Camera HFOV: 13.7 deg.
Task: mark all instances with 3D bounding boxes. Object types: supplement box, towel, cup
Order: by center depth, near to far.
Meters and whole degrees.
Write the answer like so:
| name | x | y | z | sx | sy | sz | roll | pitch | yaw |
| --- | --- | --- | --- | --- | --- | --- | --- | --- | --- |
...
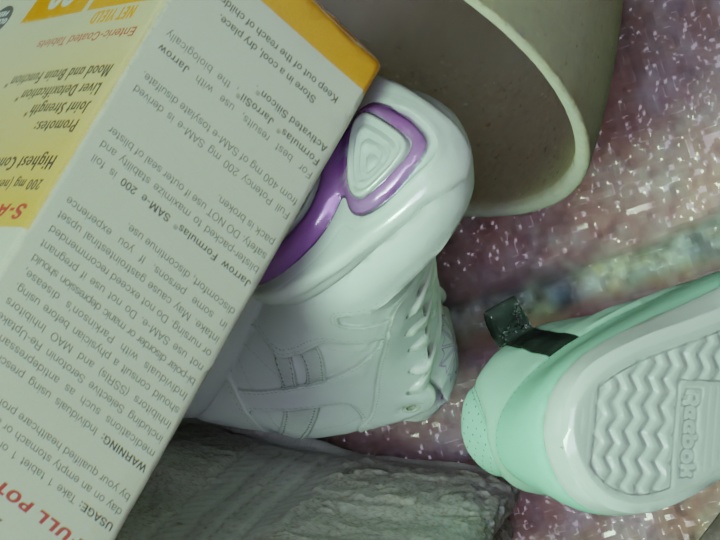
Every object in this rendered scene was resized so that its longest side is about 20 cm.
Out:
| name | x | y | z | sx | sy | sz | roll | pitch | yaw |
| --- | --- | --- | --- | --- | --- | --- | --- | --- | --- |
| supplement box | -0.096 | 0.004 | 0.850 | 0.073 | 0.126 | 0.200 | 40 | 66 | -28 |
| cup | 0.002 | -0.128 | 0.917 | 0.200 | 0.200 | 0.144 | 20 | 72 | 12 |
| towel | -0.034 | 0.090 | 0.923 | 0.132 | 0.200 | 0.035 | 9 | 107 | 14 |

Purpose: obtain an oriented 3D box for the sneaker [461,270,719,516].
| name | x | y | z | sx | sy | sz | roll | pitch | yaw |
| --- | --- | --- | --- | --- | --- | --- | --- | --- | --- |
| sneaker | 0.125 | 0.019 | 0.943 | 0.200 | 0.118 | 0.074 | -18 | 96 | -20 |

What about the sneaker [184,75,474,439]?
| name | x | y | z | sx | sy | sz | roll | pitch | yaw |
| --- | --- | --- | --- | --- | --- | --- | --- | --- | --- |
| sneaker | 0.000 | 0.000 | 0.928 | 0.099 | 0.200 | 0.075 | 18 | 65 | -17 |

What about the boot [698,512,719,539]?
| name | x | y | z | sx | sy | sz | roll | pitch | yaw |
| --- | --- | --- | --- | --- | --- | --- | --- | --- | --- |
| boot | 0.194 | 0.101 | 0.930 | 0.166 | 0.072 | 0.200 | 39 | 95 | 15 |
